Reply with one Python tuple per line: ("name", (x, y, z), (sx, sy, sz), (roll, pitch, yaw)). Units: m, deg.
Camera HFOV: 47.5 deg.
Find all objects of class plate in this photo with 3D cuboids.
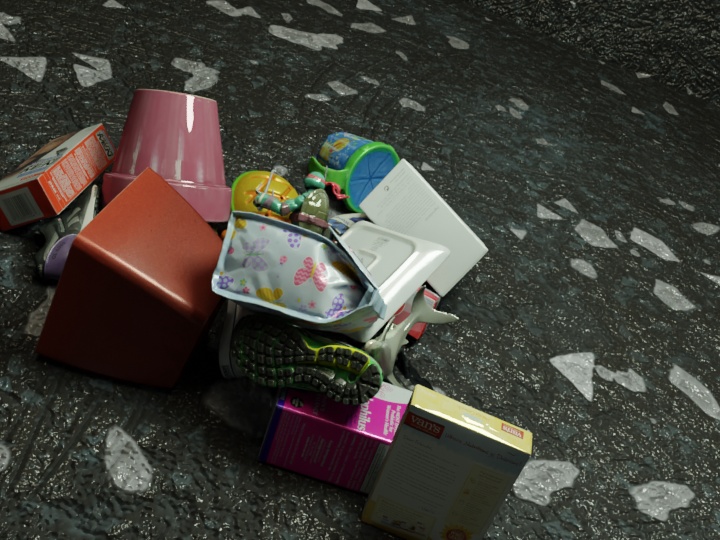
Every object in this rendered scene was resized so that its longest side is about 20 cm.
("plate", (0.000, 0.000, 1.180), (0.197, 0.033, 0.200), (19, 53, 44))

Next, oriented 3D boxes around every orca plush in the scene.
("orca plush", (0.061, 0.137, 1.176), (0.103, 0.072, 0.202), (4, 38, -24))

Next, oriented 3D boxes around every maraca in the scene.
("maraca", (-0.142, -0.073, 1.334), (0.135, 0.107, 0.204), (-13, 72, -37))

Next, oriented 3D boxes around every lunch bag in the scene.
("lunch bag", (-0.063, 0.009, 1.017), (0.195, 0.130, 0.170), (18, -5, 9))

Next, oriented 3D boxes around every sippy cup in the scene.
("sippy cup", (-0.014, -0.196, 1.555), (0.130, 0.141, 0.178), (36, -4, 40))

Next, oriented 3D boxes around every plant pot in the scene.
("plant pot", (-0.269, 0.027, 1.054), (0.174, 0.202, 0.201), (30, 34, -4))
("plant pot", (-0.291, -0.176, 1.258), (0.194, 0.184, 0.200), (6, 6, -1))

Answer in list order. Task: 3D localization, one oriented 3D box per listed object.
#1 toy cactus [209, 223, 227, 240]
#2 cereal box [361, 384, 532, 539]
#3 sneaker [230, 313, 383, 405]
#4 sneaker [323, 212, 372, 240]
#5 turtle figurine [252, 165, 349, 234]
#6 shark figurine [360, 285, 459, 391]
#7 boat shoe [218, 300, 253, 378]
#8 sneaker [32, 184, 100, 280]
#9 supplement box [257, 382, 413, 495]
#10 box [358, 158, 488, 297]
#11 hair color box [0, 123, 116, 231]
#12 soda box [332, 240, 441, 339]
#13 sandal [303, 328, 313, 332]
("toy cactus", (-0.246, -0.041, 1.253), (0.194, 0.105, 0.166), (6, 26, -7))
("cereal box", (0.094, 0.238, 0.938), (0.141, 0.203, 0.040), (22, 33, 2))
("sneaker", (-0.065, 0.110, 0.980), (0.196, 0.080, 0.085), (20, -1, 12))
("sneaker", (0.016, -0.046, 1.397), (0.197, 0.082, 0.115), (32, 37, 18))
("turtle figurine", (-0.095, -0.079, 1.254), (0.148, 0.205, 0.100), (20, -8, -39))
("shark figurine", (0.050, 0.116, 1.105), (0.090, 0.128, 0.214), (46, 31, 6))
("boat shoe", (-0.139, 0.053, 1.133), (0.084, 0.076, 0.205), (-5, 48, 9))
("sneaker", (-0.428, -0.063, 1.191), (0.085, 0.077, 0.202), (4, 37, -13))
("supplement box", (-0.015, 0.198, 1.024), (0.195, 0.105, 0.102), (19, 34, -5))
("box", (0.106, -0.072, 1.356), (0.200, 0.106, 0.152), (47, 8, 2))
("hair color box", (-0.466, -0.145, 1.245), (0.108, 0.065, 0.201), (-13, 27, 20))
("soda box", (0.025, 0.027, 1.294), (0.197, 0.071, 0.063), (28, 11, 10))
("sandal", (-0.094, 0.069, 1.211), (0.075, 0.044, 0.200), (28, 34, 10))
